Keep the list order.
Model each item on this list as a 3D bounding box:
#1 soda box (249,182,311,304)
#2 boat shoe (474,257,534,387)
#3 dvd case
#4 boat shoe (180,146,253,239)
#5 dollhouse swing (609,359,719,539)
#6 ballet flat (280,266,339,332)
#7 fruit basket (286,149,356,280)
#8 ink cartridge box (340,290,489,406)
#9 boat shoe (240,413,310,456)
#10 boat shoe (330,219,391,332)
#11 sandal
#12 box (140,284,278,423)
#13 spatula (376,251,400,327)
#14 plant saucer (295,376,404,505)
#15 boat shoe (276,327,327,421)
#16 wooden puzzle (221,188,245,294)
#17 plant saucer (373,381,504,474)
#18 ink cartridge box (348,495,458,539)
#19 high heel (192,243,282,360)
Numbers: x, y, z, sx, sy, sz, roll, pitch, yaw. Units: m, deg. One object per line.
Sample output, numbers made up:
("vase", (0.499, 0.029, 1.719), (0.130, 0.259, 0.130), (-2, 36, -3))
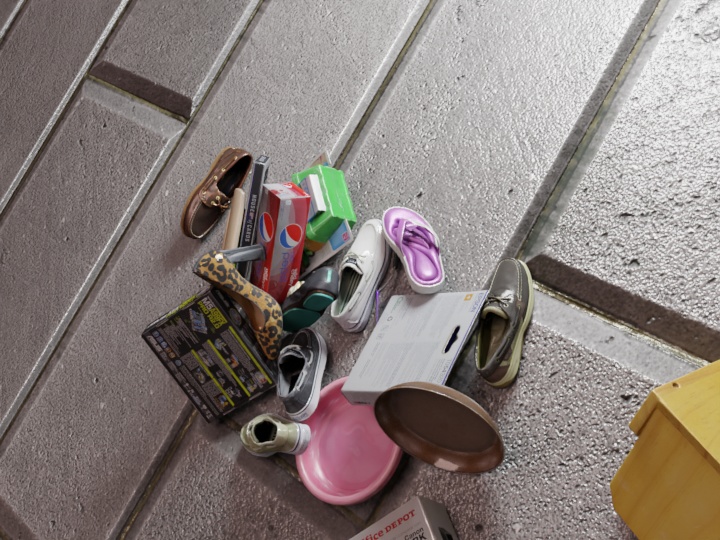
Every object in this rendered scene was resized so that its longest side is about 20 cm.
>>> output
("soda box", (-0.140, -0.045, 1.730), (0.070, 0.063, 0.203), (38, 126, 46))
("boat shoe", (0.211, 0.070, 1.505), (0.071, 0.066, 0.204), (-2, 67, 35))
("dvd case", (-0.191, -0.098, 1.790), (0.024, 0.150, 0.203), (11, 100, -4))
("boat shoe", (-0.277, -0.150, 1.950), (0.070, 0.070, 0.202), (21, 81, 43))
("dollhouse swing", (0.445, 0.262, 1.269), (0.180, 0.178, 0.200), (-18, 46, -24))
("ballet flat", (-0.085, 0.044, 1.686), (0.200, 0.072, 0.074), (139, 140, -58))
("fruit basket", (-0.105, -0.088, 1.785), (0.199, 0.093, 0.188), (-31, 62, 31))
("ink cartridge box", (0.089, 0.118, 1.526), (0.198, 0.043, 0.198), (-4, 44, 42))
("boat shoe", (-0.151, 0.261, 1.632), (0.199, 0.061, 0.073), (-15, 57, 56))
("boat shoe", (0.000, 0.000, 1.686), (0.073, 0.067, 0.203), (-3, 67, 33))
("sandal", (0.093, -0.046, 1.629), (0.081, 0.050, 0.204), (-11, 46, -14))
("box", (-0.253, 0.143, 1.723), (0.159, 0.201, 0.044), (-31, 14, 19))
("spatula", (0.047, 0.008, 1.670), (0.020, 0.057, 0.202), (16, 68, 7))
("plant saucer", (-0.010, 0.268, 1.576), (0.198, 0.051, 0.203), (-16, 60, 29))
("boat shoe", (-0.104, 0.153, 1.648), (0.071, 0.068, 0.201), (-22, 33, 21))
("wooden puzzle", (-0.229, -0.039, 1.807), (0.200, 0.037, 0.188), (153, 127, -78))
("plant saucer", (0.114, 0.218, 1.430), (0.198, 0.201, 0.032), (-1, 44, 34))
("ink cartridge box", (0.078, 0.441, 1.408), (0.146, 0.083, 0.202), (-36, 53, 16))
("high heel", (-0.205, 0.062, 1.668), (0.071, 0.141, 0.203), (-13, 90, 47))
